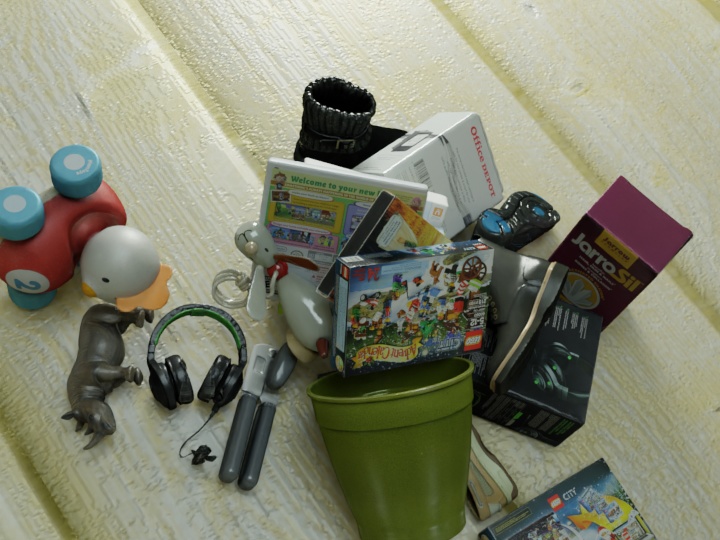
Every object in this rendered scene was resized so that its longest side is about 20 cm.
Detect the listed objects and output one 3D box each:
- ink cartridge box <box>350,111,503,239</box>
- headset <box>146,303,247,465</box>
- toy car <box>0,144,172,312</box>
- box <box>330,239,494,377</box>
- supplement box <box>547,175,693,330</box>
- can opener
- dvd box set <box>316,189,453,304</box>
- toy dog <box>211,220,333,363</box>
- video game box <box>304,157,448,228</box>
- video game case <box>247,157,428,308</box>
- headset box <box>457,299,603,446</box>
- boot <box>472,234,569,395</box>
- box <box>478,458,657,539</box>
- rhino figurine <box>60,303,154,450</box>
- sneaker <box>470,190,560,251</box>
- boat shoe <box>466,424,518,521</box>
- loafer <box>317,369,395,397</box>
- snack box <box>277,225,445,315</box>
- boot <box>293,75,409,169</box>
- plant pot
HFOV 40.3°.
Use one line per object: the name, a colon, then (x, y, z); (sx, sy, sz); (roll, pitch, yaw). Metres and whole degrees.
ink cartridge box: (0.098, -0.122, 1.407); (0.200, 0.083, 0.146); (-36, 117, -31)
headset: (-0.200, 0.137, 1.205); (0.123, 0.094, 0.201); (2, 74, -15)
toy car: (-0.324, -0.010, 1.187); (0.200, 0.185, 0.177); (37, 57, 15)
box: (0.063, 0.043, 1.168); (0.199, 0.137, 0.038); (-8, 22, -28)
supplement box: (0.350, -0.015, 1.388); (0.131, 0.200, 0.103); (42, 58, 11)
can opener: (-0.128, 0.173, 1.223); (0.052, 0.066, 0.201); (25, 55, -16)
dvd box set: (0.055, 0.011, 1.203); (0.147, 0.200, 0.029); (-55, 41, -1)
toy dog: (-0.083, 0.039, 1.189); (0.200, 0.132, 0.096); (31, 17, -12)
video game box: (-0.003, -0.037, 1.316); (0.199, 0.183, 0.047); (14, 21, -7)
video game case: (-0.030, -0.036, 1.223); (0.199, 0.183, 0.022); (10, 22, -3)
headset box: (0.224, 0.121, 1.336); (0.199, 0.093, 0.175); (21, 57, -4)
boot: (0.170, 0.054, 1.275); (0.138, 0.078, 0.200); (24, 58, 17)
box: (0.268, 0.345, 1.244); (0.199, 0.038, 0.137); (-23, 69, -26)
rhino figurine: (-0.314, 0.125, 1.197); (0.087, 0.060, 0.201); (1, 60, 7)
sneaker: (0.222, -0.062, 1.460); (0.200, 0.082, 0.073); (-18, 56, -45)
boat shoe: (0.115, 0.230, 1.261); (0.076, 0.072, 0.200); (-34, 75, -17)
loafer: (0.035, 0.120, 1.294); (0.200, 0.068, 0.071); (-28, 88, -24)
snack box: (0.000, 0.000, 1.279); (0.199, 0.143, 0.053); (9, 24, -5)
boot: (0.009, -0.205, 1.422); (0.210, 0.158, 0.080); (-4, 60, -17)
plant pot: (0.050, 0.218, 1.162); (0.200, 0.200, 0.194); (-11, 96, -22)
